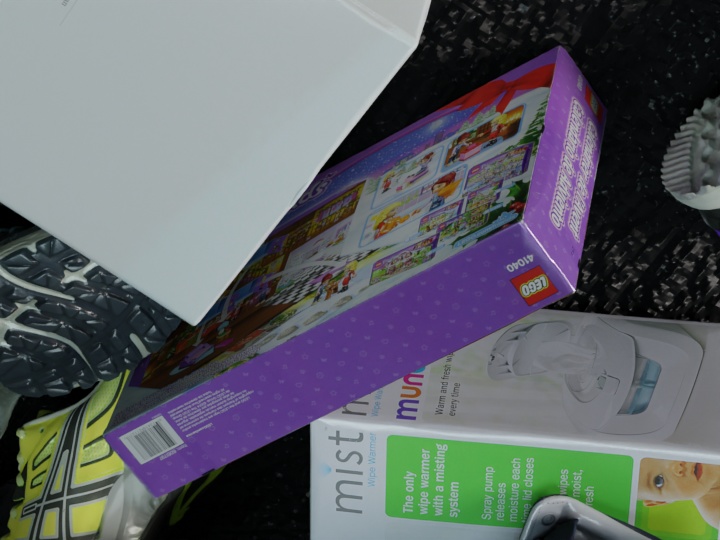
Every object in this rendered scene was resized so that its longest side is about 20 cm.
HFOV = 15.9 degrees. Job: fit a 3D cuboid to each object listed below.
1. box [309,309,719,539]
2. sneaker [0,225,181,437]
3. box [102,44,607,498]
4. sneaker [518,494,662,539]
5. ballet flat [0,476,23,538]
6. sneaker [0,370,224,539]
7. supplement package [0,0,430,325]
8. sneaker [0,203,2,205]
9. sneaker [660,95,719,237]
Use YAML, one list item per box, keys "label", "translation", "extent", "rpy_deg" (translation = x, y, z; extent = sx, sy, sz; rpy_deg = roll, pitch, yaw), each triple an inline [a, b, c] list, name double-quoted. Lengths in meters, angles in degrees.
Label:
- label: "box"
  translation: [0.067, 0.119, 1.110]
  extent: [0.175, 0.097, 0.201]
  rpy_deg: [5, 125, 5]
- label: "sneaker"
  translation: [-0.143, 0.008, 1.056]
  extent: [0.199, 0.087, 0.077]
  rpy_deg: [-31, 128, 32]
- label: "box"
  translation: [0.000, 0.000, 1.017]
  extent: [0.199, 0.137, 0.039]
  rpy_deg: [-27, 114, 26]
- label: "sneaker"
  translation: [0.042, 0.153, 1.034]
  extent: [0.198, 0.070, 0.109]
  rpy_deg: [-8, 128, 6]
- label: "ballet flat"
  translation: [-0.185, 0.175, 1.210]
  extent: [0.073, 0.073, 0.200]
  rpy_deg: [29, 124, -9]
- label: "sneaker"
  translation: [-0.123, 0.105, 1.124]
  extent: [0.076, 0.075, 0.200]
  rpy_deg: [36, 88, 11]
- label: "supplement package"
  translation: [-0.090, -0.120, 0.947]
  extent: [0.199, 0.151, 0.152]
  rpy_deg: [33, 122, -11]
- label: "sneaker"
  translation: [-0.168, -0.086, 1.035]
  extent: [0.199, 0.067, 0.091]
  rpy_deg: [13, 127, 5]
- label: "sneaker"
  translation: [0.223, -0.055, 0.987]
  extent: [0.199, 0.070, 0.100]
  rpy_deg: [-27, 121, 30]
